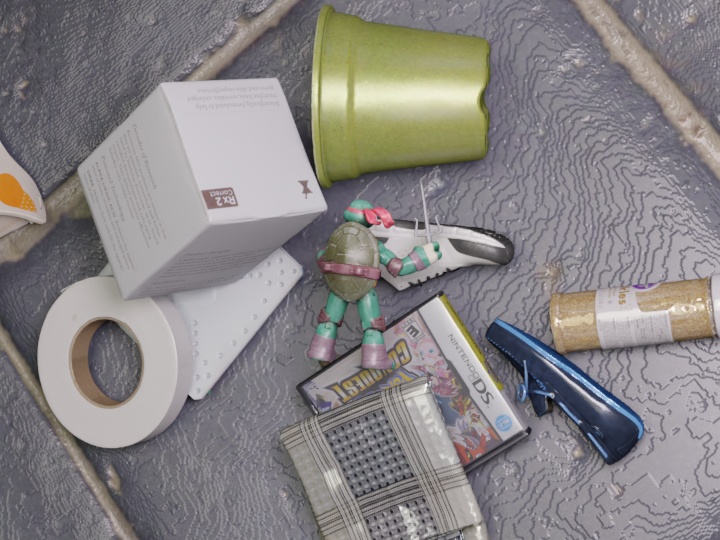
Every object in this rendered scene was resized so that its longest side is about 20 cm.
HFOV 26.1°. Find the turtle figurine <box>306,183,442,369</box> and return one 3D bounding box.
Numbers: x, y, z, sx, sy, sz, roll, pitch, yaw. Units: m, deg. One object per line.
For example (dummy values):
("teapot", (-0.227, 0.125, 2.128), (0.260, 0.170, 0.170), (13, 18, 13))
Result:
("turtle figurine", (0.000, 0.000, 1.651), (0.149, 0.100, 0.202), (10, 91, 38))

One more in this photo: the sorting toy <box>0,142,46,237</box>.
("sorting toy", (-0.508, -0.107, 1.915), (0.199, 0.107, 0.181), (-26, 57, 14))

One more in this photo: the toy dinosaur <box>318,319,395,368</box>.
("toy dinosaur", (0.056, 0.109, 1.720), (0.199, 0.047, 0.089), (21, 97, 15))

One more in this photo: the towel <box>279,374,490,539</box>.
("towel", (0.025, 0.236, 1.684), (0.191, 0.035, 0.201), (-21, 93, 19))

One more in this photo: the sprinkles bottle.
("sprinkles bottle", (0.302, 0.046, 1.632), (0.198, 0.068, 0.069), (-7, 81, 17))

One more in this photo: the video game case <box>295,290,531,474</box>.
("video game case", (0.056, 0.151, 1.692), (0.199, 0.025, 0.181), (-34, 89, 18))

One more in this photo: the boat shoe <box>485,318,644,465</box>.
("boat shoe", (0.206, 0.129, 1.648), (0.200, 0.084, 0.069), (39, 99, 20))

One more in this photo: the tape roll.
("tape roll", (-0.289, 0.105, 1.815), (0.201, 0.037, 0.205), (1, 93, 26))

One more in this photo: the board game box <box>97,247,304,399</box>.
("board game box", (-0.192, 0.014, 1.820), (0.200, 0.026, 0.200), (42, 97, 17))

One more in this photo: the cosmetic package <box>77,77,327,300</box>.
("cosmetic package", (-0.174, -0.089, 1.686), (0.200, 0.164, 0.166), (-35, 71, 44))

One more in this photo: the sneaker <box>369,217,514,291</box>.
("sneaker", (0.076, -0.015, 1.718), (0.199, 0.074, 0.081), (5, 89, 27))

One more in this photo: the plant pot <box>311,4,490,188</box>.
("plant pot", (0.050, -0.189, 1.692), (0.183, 0.200, 0.202), (1, 84, 7))
